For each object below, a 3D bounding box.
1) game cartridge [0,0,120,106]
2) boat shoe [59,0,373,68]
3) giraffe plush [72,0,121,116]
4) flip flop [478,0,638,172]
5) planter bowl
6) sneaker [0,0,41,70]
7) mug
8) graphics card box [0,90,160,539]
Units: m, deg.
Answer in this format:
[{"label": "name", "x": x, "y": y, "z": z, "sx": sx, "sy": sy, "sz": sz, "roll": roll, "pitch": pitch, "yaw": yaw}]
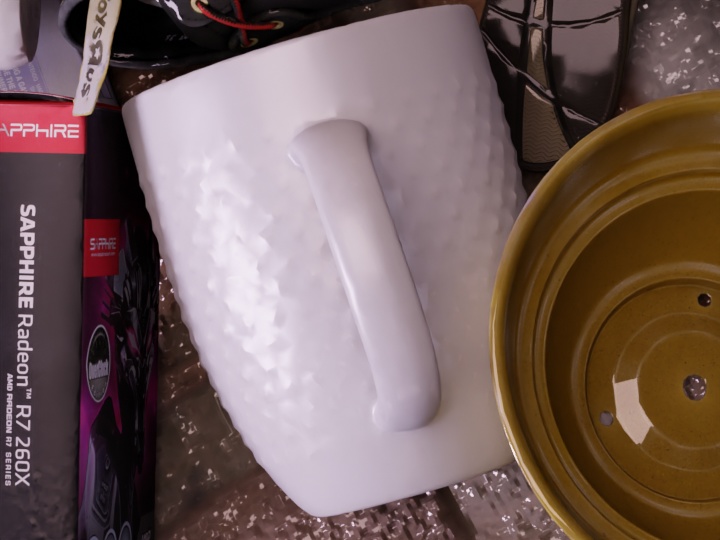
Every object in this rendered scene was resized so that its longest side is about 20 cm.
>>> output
[{"label": "game cartridge", "x": -0.183, "y": -0.096, "z": 1.124, "sx": 0.129, "sy": 0.038, "sz": 0.201, "roll": -24, "pitch": 74, "yaw": 7}, {"label": "boat shoe", "x": -0.045, "y": -0.115, "z": 0.997, "sx": 0.201, "sy": 0.074, "sz": 0.063, "roll": 0, "pitch": 61, "yaw": 49}, {"label": "giraffe plush", "x": -0.154, "y": -0.173, "z": 0.913, "sx": 0.172, "sy": 0.161, "sz": 0.202, "roll": -23, "pitch": 58, "yaw": 48}, {"label": "flip flop", "x": 0.097, "y": -0.139, "z": 1.042, "sx": 0.081, "sy": 0.058, "sz": 0.202, "roll": 16, "pitch": 100, "yaw": 12}, {"label": "planter bowl", "x": 0.138, "y": 0.038, "z": 0.964, "sx": 0.199, "sy": 0.083, "sz": 0.202, "roll": 2, "pitch": 77, "yaw": -9}, {"label": "sneaker", "x": -0.212, "y": -0.177, "z": 1.067, "sx": 0.145, "sy": 0.081, "sz": 0.202, "roll": -2, "pitch": 86, "yaw": 3}, {"label": "mug", "x": 0.000, "y": 0.000, "z": 0.966, "sx": 0.147, "sy": 0.200, "sz": 0.177, "roll": -16, "pitch": 89, "yaw": -3}, {"label": "graphics card box", "x": -0.118, "y": 0.032, "z": 1.014, "sx": 0.050, "sy": 0.125, "sz": 0.202, "roll": 3, "pitch": 91, "yaw": 9}]
